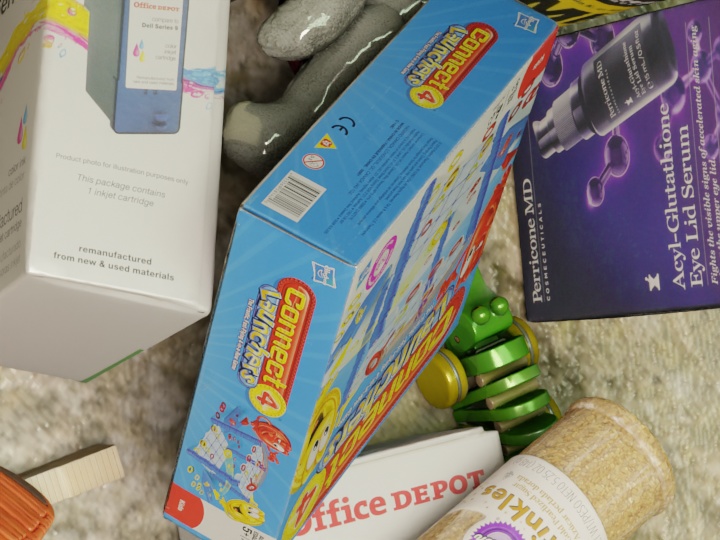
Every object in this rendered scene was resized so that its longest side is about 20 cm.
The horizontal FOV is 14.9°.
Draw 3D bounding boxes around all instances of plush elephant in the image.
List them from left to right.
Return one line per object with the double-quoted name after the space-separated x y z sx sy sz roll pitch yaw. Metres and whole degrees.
-0.021 -0.144 1.296 0.200 0.155 0.165 -53 160 10 "plush elephant"

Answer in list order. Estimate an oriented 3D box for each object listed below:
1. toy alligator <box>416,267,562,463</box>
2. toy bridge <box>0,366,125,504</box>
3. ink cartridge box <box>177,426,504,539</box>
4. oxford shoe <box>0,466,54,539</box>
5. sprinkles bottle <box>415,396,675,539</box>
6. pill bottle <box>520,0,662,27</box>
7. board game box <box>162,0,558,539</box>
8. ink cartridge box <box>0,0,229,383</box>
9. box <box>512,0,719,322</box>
0.063 0.038 1.377 0.059 0.054 0.201 -23 98 -31 "toy alligator"
-0.143 0.098 1.262 0.067 0.027 0.201 -20 96 -31 "toy bridge"
0.006 0.185 1.312 0.146 0.084 0.201 -11 91 -32 "ink cartridge box"
-0.199 0.133 1.154 0.071 0.073 0.200 35 26 14 "oxford shoe"
0.057 0.139 1.258 0.200 0.068 0.068 -38 105 -29 "sprinkles bottle"
0.118 -0.182 1.344 0.114 0.200 0.115 3 84 -31 "pill bottle"
0.000 0.000 1.212 0.056 0.196 0.200 28 45 12 "board game box"
-0.123 -0.067 1.199 0.087 0.145 0.201 12 71 -24 "ink cartridge box"
0.170 -0.053 1.365 0.104 0.200 0.149 -4 87 -31 "box"
